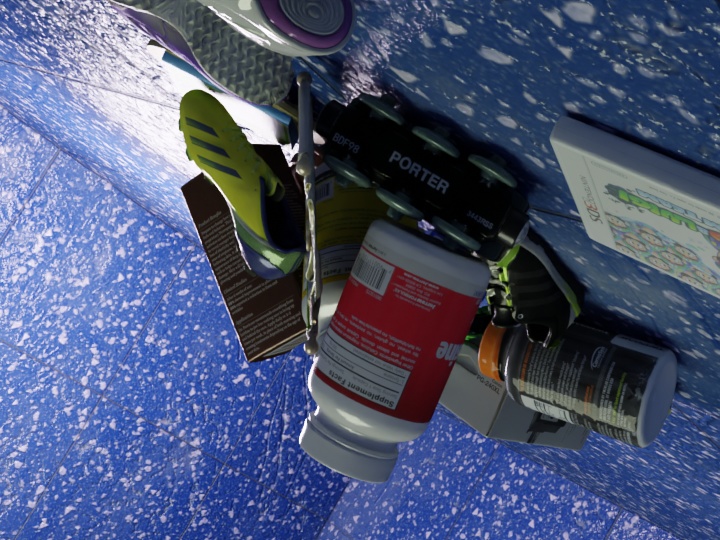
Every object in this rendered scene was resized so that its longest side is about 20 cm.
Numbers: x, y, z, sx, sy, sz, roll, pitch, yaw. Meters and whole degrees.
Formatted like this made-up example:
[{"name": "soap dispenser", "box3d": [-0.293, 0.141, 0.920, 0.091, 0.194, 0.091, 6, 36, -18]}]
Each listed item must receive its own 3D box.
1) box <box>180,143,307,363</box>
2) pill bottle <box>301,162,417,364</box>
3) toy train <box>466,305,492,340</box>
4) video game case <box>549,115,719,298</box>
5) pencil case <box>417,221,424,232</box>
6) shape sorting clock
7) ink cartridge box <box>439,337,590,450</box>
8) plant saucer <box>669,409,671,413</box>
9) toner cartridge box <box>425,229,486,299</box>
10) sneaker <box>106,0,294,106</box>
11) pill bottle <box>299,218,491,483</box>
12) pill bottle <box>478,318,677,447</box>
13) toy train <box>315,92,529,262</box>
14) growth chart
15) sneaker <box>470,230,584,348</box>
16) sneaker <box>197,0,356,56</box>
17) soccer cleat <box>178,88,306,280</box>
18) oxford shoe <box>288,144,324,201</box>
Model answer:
[{"name": "box", "box3d": [-0.099, -0.019, 1.169, 0.075, 0.099, 0.202, -11, -104, -56]}, {"name": "pill bottle", "box3d": [0.000, 0.000, 1.089, 0.111, 0.203, 0.113, 1, 153, 0]}, {"name": "toy train", "box3d": [0.130, 0.059, 1.357, 0.056, 0.042, 0.198, 13, -174, 44]}, {"name": "video game case", "box3d": [0.233, -0.023, 0.774, 0.198, 0.024, 0.182, 28, 171, 27]}, {"name": "pencil case", "box3d": [-0.030, -0.032, 1.239, 0.197, 0.079, 0.089, -4, 157, 19]}, {"name": "shape sorting clock", "box3d": [-0.120, -0.178, 1.125, 0.198, 0.040, 0.200, 27, 174, 3]}, {"name": "ink cartridge box", "box3d": [0.182, 0.146, 1.400, 0.198, 0.084, 0.145, 15, -168, -43]}, {"name": "plant saucer", "box3d": [0.284, 0.106, 1.344, 0.199, 0.031, 0.200, 32, 172, 5]}, {"name": "toner cartridge box", "box3d": [0.092, 0.000, 1.383, 0.094, 0.043, 0.200, 33, 172, -8]}, {"name": "sneaker", "box3d": [-0.138, -0.209, 0.942, 0.199, 0.070, 0.100, 37, 178, -6]}, {"name": "pill bottle", "box3d": [0.023, 0.068, 0.951, 0.111, 0.202, 0.112, 22, -173, -3]}, {"name": "pill bottle", "box3d": [0.226, 0.107, 1.208, 0.198, 0.107, 0.106, 18, 166, 31]}, {"name": "toy train", "box3d": [0.053, -0.077, 0.950, 0.198, 0.086, 0.114, 31, -178, 11]}, {"name": "growth chart", "box3d": [-0.043, -0.051, 0.960, 0.017, 0.202, 0.146, -2, -144, -2]}, {"name": "sneaker", "box3d": [0.152, 0.016, 1.104, 0.199, 0.083, 0.071, 38, 169, -37]}, {"name": "sneaker", "box3d": [-0.101, -0.203, 0.763, 0.199, 0.075, 0.099, 35, 170, -18]}, {"name": "soccer cleat", "box3d": [-0.106, -0.090, 1.079, 0.083, 0.064, 0.202, -31, 84, 46]}, {"name": "oxford shoe", "box3d": [-0.051, -0.094, 1.270, 0.071, 0.072, 0.200, 34, 170, -11]}]
